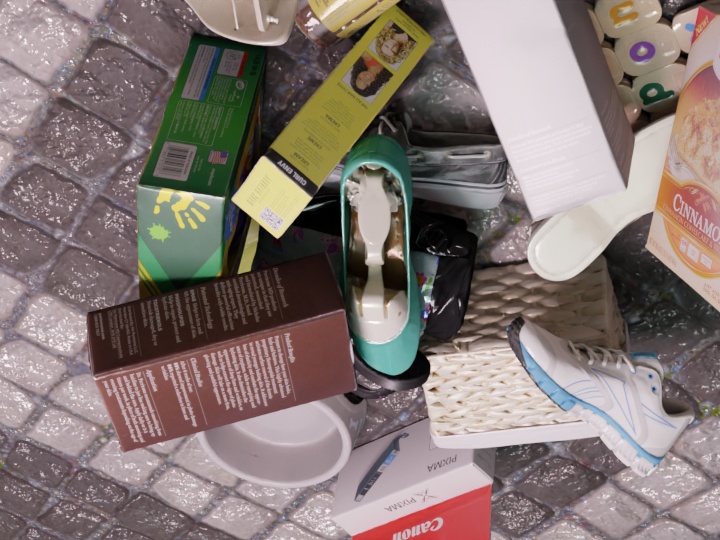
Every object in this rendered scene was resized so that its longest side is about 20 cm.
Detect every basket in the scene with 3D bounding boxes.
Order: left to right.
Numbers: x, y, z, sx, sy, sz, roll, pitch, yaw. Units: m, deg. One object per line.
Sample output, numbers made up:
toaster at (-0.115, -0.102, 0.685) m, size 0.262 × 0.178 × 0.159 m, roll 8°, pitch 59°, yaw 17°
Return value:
basket at (0.156, 0.075, 1.143) m, size 0.197 × 0.136 × 0.124 m, roll -7°, pitch 128°, yaw 15°

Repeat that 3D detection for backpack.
backpack at (0.000, 0.000, 1.059) m, size 0.197 × 0.167 × 0.129 m, roll 9°, pitch 92°, yaw 6°

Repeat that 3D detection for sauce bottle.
sauce bottle at (0.033, -0.245, 0.906) m, size 0.199 × 0.065 × 0.065 m, roll -29°, pitch 123°, yaw 30°

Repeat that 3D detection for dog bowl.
dog bowl at (-0.092, 0.165, 1.320) m, size 0.197 × 0.059 × 0.202 m, roll 5°, pitch 134°, yaw 5°

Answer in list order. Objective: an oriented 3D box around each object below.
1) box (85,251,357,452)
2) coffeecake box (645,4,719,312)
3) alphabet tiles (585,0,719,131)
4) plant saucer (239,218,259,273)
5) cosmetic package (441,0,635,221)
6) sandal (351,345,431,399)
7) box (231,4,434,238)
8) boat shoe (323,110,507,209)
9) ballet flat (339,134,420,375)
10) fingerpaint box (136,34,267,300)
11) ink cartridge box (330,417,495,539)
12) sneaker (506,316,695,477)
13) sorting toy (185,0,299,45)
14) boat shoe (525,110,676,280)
box at (-0.107, 0.064, 0.943) m, size 0.197 × 0.075 × 0.101 m, roll -13°, pitch 137°, yaw -5°
coffeecake box at (0.297, -0.082, 0.897) m, size 0.072 × 0.154 × 0.203 m, roll 2°, pitch 112°, yaw -14°
alphabet tiles at (0.231, -0.147, 0.999) m, size 0.194 × 0.015 × 0.201 m, roll -20°, pitch 127°, yaw 25°
plant saucer at (-0.064, 0.012, 1.189) m, size 0.197 × 0.031 × 0.202 m, roll 5°, pitch 133°, yaw 5°
cosmetic package at (0.138, -0.155, 0.911) m, size 0.089 × 0.107 × 0.202 m, roll -19°, pitch 109°, yaw 26°
sandal at (0.006, 0.082, 1.101) m, size 0.074 × 0.200 × 0.049 m, roll 1°, pitch 104°, yaw -23°
box at (-0.019, -0.119, 0.929) m, size 0.050 × 0.201 × 0.075 m, roll 38°, pitch 145°, yaw -5°
boat shoe at (0.034, -0.106, 1.044) m, size 0.197 × 0.072 × 0.072 m, roll 7°, pitch 116°, yaw 0°
ballet flat at (0.010, -0.004, 0.948) m, size 0.066 × 0.070 × 0.203 m, roll 0°, pitch 106°, yaw 12°
fingerpaint box at (-0.130, -0.068, 1.006) m, size 0.072 × 0.202 × 0.168 m, roll 9°, pitch 134°, yaw 0°
ink cartridge box at (0.054, 0.248, 1.291) m, size 0.199 × 0.178 × 0.045 m, roll -28°, pitch 124°, yaw 30°
sneaker at (0.210, 0.089, 1.029) m, size 0.199 × 0.075 × 0.087 m, roll 37°, pitch 108°, yaw -23°
sorting toy at (-0.137, -0.284, 0.881) m, size 0.177 × 0.108 × 0.202 m, roll 7°, pitch 135°, yaw 13°
boat shoe at (0.222, -0.073, 1.014) m, size 0.201 × 0.060 × 0.072 m, roll -40°, pitch 104°, yaw 15°
